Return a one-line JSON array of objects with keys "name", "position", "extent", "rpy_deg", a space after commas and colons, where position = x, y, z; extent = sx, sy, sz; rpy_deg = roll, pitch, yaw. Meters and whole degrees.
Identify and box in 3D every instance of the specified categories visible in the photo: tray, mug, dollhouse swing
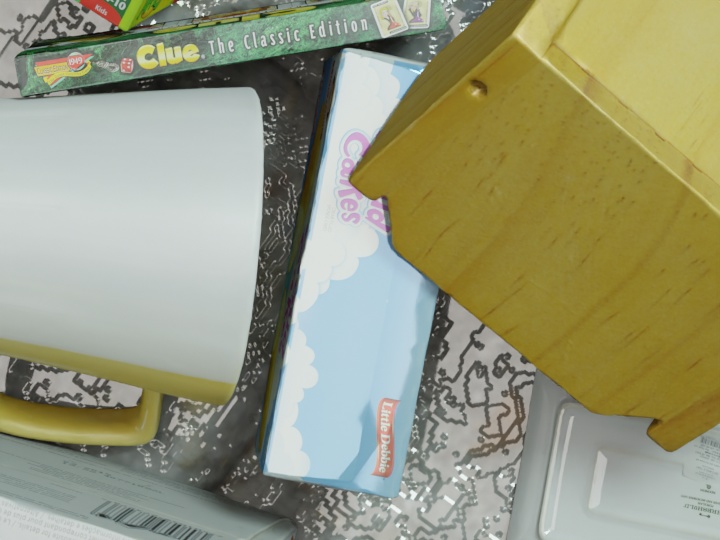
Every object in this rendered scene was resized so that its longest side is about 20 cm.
[{"name": "tray", "position": [0.170, 0.112, 1.200], "extent": [0.199, 0.022, 0.108], "rpy_deg": [10, 91, 18]}, {"name": "mug", "position": [-0.133, 0.000, 1.165], "extent": [0.152, 0.149, 0.188], "rpy_deg": [5, 97, -11]}, {"name": "dollhouse swing", "position": [0.139, -0.069, 1.123], "extent": [0.200, 0.176, 0.182], "rpy_deg": [38, 136, -12]}]

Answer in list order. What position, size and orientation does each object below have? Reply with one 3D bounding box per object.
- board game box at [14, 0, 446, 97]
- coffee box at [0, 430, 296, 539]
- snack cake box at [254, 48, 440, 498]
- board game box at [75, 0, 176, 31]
[{"name": "board game box", "position": [-0.061, -0.112, 1.188], "extent": [0.199, 0.105, 0.024], "rpy_deg": [-9, 102, -1]}, {"name": "coffee box", "position": [-0.159, 0.193, 1.158], "extent": [0.199, 0.200, 0.199], "rpy_deg": [17, 92, 4]}, {"name": "snack cake box", "position": [0.000, 0.000, 1.185], "extent": [0.067, 0.115, 0.201], "rpy_deg": [11, 91, -4]}, {"name": "board game box", "position": [-0.172, -0.195, 1.200], "extent": [0.199, 0.102, 0.048], "rpy_deg": [31, 110, 3]}]
